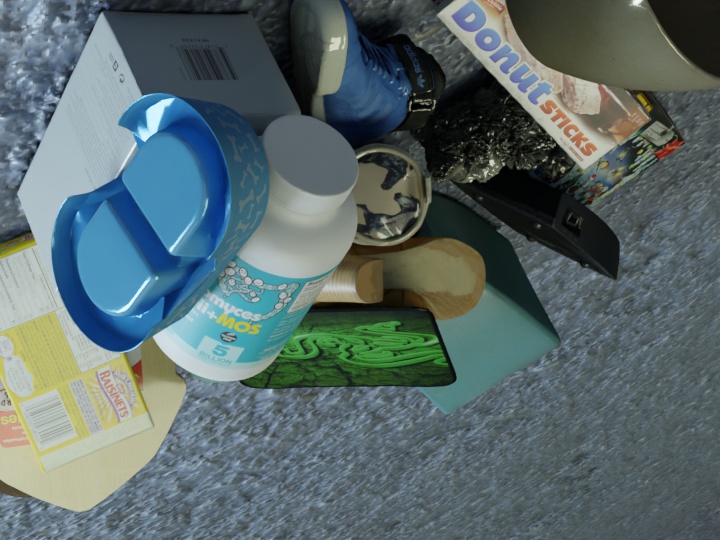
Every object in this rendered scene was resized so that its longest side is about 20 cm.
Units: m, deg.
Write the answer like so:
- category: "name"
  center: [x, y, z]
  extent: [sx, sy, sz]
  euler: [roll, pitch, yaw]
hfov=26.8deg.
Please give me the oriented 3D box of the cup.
- category: "cup"
  center: [0.190, -0.216, 1.105]
  extent: [0.143, 0.202, 0.200]
  euler: [-14, 169, 43]

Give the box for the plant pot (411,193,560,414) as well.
- category: "plant pot"
  center: [0.071, 0.018, 1.466]
  extent: [0.141, 0.142, 0.200]
  euler: [-33, 144, 14]

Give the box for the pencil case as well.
- category: "pencil case"
  center: [0.013, -0.063, 1.225]
  extent: [0.089, 0.078, 0.200]
  euler: [-15, -175, -1]

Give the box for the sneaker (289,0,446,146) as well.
- category: "sneaker"
  center: [0.009, -0.156, 1.134]
  extent: [0.111, 0.077, 0.200]
  euler: [-16, 157, -9]

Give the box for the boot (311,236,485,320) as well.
- category: "boot"
  center: [0.000, 0.001, 1.286]
  extent: [0.143, 0.071, 0.201]
  euler: [7, -176, 40]

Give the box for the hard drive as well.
- category: "hard drive"
  center: [0.173, -0.052, 1.440]
  extent: [0.042, 0.134, 0.200]
  euler: [-62, 151, 0]

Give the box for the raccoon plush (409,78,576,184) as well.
- category: "raccoon plush"
  center: [0.118, -0.157, 1.272]
  extent: [0.133, 0.097, 0.201]
  euler: [-5, 124, -16]

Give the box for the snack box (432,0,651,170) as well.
- category: "snack box"
  center: [0.147, -0.166, 1.204]
  extent: [0.072, 0.024, 0.200]
  euler: [-37, 123, 20]

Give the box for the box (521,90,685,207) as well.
- category: "box"
  center: [0.219, -0.128, 1.435]
  extent: [0.137, 0.040, 0.200]
  euler: [-35, 153, 14]

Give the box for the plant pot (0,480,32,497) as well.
- category: "plant pot"
  center: [-0.290, 0.144, 1.370]
  extent: [0.200, 0.093, 0.201]
  euler: [-13, 152, -7]

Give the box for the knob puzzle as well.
- category: "knob puzzle"
  center: [-0.248, 0.110, 1.292]
  extent: [0.218, 0.030, 0.221]
  euler: [-6, 109, -17]

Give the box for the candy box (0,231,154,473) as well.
- category: "candy box"
  center: [-0.249, 0.063, 1.238]
  extent: [0.102, 0.026, 0.201]
  euler: [-23, 118, -12]

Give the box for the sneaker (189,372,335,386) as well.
- category: "sneaker"
  center: [-0.081, 0.049, 1.325]
  extent: [0.199, 0.078, 0.140]
  euler: [-8, 155, 10]

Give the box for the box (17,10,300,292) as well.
- category: "box"
  center: [-0.151, -0.084, 1.098]
  extent: [0.124, 0.098, 0.200]
  euler: [-6, 147, -37]

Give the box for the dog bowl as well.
- category: "dog bowl"
  center: [-0.130, -0.032, 0.986]
  extent: [0.049, 0.112, 0.200]
  euler: [-16, 155, -49]

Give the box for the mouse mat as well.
- category: "mouse mat"
  center: [-0.026, 0.068, 1.276]
  extent: [0.199, 0.008, 0.161]
  euler: [-3, 153, 12]

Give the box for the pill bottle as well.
- category: "pill bottle"
  center: [-0.072, -0.018, 1.056]
  extent: [0.110, 0.111, 0.200]
  euler: [-8, 148, -34]
